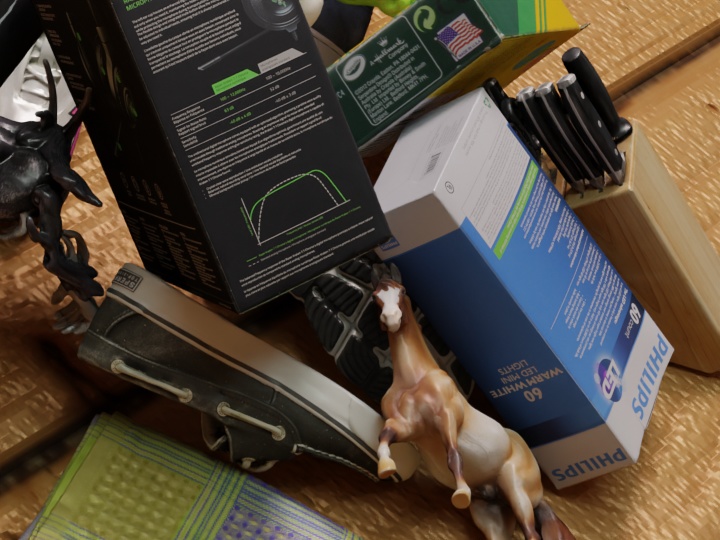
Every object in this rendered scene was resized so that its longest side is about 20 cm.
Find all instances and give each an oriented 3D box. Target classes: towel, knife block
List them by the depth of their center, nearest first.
[{"bbox_3d":[-0.079,0.159,1.241,0.199,0.023,0.144,25,44,3],"label":"towel"},{"bbox_3d":[0.152,-0.040,1.406,0.199,0.176,0.064,17,45,-5],"label":"knife block"}]

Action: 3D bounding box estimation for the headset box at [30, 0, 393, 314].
[{"bbox_3d":[-0.086,-0.095,1.242,0.092,0.174,0.201,-26,104,-16],"label":"headset box"}]

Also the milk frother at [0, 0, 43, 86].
[{"bbox_3d":[-0.277,-0.182,1.308,0.180,0.200,0.188,18,63,44],"label":"milk frother"}]

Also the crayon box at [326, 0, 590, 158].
[{"bbox_3d":[0.051,-0.123,1.425,0.051,0.127,0.200,56,20,6],"label":"crayon box"}]

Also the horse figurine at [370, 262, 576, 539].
[{"bbox_3d":[0.061,0.105,1.285,0.200,0.050,0.133,46,20,-27],"label":"horse figurine"}]

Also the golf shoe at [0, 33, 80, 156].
[{"bbox_3d":[-0.190,-0.118,1.414,0.072,0.092,0.201,17,46,-7],"label":"golf shoe"}]

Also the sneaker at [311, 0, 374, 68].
[{"bbox_3d":[-0.059,-0.224,1.493,0.202,0.077,0.147,35,81,-28],"label":"sneaker"}]

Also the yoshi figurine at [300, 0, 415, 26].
[{"bbox_3d":[-0.013,-0.194,1.402,0.200,0.112,0.112,-29,32,-25],"label":"yoshi figurine"}]

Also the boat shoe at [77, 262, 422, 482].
[{"bbox_3d":[-0.059,0.071,1.293,0.200,0.071,0.064,32,84,-19],"label":"boat shoe"}]

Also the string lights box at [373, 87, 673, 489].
[{"bbox_3d":[0.089,0.011,1.339,0.200,0.059,0.103,53,37,-21],"label":"string lights box"}]

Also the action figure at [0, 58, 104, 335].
[{"bbox_3d":[-0.199,-0.009,1.265,0.119,0.102,0.200,34,83,24],"label":"action figure"}]

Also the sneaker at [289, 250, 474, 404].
[{"bbox_3d":[0.000,0.000,1.387,0.200,0.077,0.085,48,17,10],"label":"sneaker"}]
